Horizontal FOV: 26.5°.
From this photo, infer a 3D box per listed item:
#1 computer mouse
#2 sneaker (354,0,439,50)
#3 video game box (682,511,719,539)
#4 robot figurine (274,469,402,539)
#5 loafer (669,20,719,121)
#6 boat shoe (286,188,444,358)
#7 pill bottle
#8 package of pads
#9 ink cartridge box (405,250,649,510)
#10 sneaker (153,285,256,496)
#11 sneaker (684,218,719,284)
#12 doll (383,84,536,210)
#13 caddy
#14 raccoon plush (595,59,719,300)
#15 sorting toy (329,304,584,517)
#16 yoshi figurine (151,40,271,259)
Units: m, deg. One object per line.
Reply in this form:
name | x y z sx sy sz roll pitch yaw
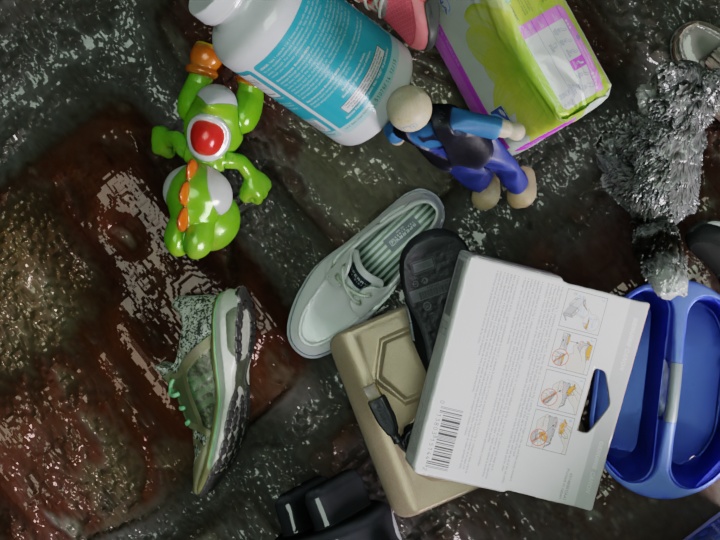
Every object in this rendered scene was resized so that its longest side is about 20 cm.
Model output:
computer mouse | 0.058 0.069 1.406 0.139 0.046 0.202 -24 103 -8
sneaker | -0.001 -0.273 1.397 0.086 0.074 0.201 -24 69 -19
video game box | 0.283 0.299 1.375 0.182 0.200 0.047 -40 87 3
robot figurine | -0.012 0.292 1.421 0.124 0.150 0.202 -19 92 -10
loafer | 0.365 -0.152 1.418 0.072 0.063 0.201 -38 91 4
boat shoe | 0.000 0.000 1.437 0.073 0.067 0.201 39 93 0
pill bottle | -0.056 -0.206 1.370 0.199 0.111 0.111 32 94 -31
package of pads | 0.129 -0.213 1.375 0.068 0.154 0.201 -30 91 -21
ink cartridge box | 0.149 0.100 1.380 0.174 0.045 0.202 14 96 -11
sneaker | -0.153 0.112 1.454 0.088 0.077 0.203 6 88 15
sneaker | 0.378 0.033 1.408 0.199 0.076 0.088 33 74 1
doll | 0.088 -0.114 1.360 0.135 0.200 0.049 -1 69 36
caddy | 0.283 0.107 1.411 0.140 0.105 0.203 5 93 3
raccoon plush | 0.293 -0.093 1.365 0.096 0.134 0.202 -8 63 -24
sorting toy | 0.091 0.113 1.447 0.198 0.036 0.187 -21 92 -3
yoshi figurine | -0.139 -0.104 1.439 0.111 0.112 0.202 22 76 -38
